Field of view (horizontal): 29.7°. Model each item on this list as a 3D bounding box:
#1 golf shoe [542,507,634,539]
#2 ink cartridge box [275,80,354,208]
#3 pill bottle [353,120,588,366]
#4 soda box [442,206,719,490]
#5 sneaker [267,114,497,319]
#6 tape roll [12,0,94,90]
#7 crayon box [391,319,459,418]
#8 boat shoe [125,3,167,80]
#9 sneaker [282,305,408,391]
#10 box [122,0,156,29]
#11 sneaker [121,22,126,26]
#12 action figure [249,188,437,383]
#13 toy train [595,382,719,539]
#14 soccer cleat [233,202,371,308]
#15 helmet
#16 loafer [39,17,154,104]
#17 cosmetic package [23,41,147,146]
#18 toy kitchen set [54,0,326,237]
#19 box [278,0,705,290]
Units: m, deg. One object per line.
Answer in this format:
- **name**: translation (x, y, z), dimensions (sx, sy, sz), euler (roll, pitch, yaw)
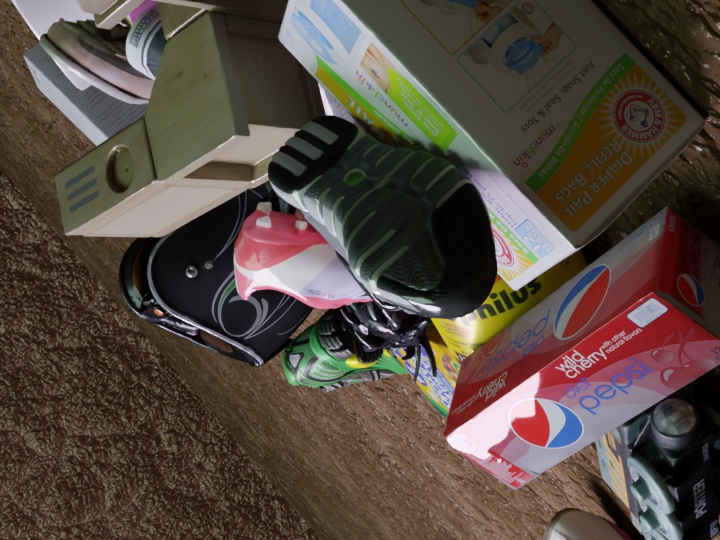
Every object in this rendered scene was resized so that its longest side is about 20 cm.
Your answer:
- **golf shoe**: translation (0.252, 0.288, 1.251), dimensions (0.200, 0.073, 0.092), euler (42, 161, -21)
- **ink cartridge box**: translation (-0.019, -0.114, 0.948), dimensions (0.145, 0.083, 0.200), euler (35, 160, 37)
- **pill bottle**: translation (0.072, -0.028, 0.864), dimensions (0.109, 0.109, 0.200), euler (27, 155, 52)
- **soda box**: translation (0.131, 0.050, 0.789), dimensions (0.063, 0.070, 0.200), euler (33, 137, -14)
- **sneaker**: translation (0.033, -0.008, 0.729), dimensions (0.116, 0.075, 0.200), euler (52, 176, -36)
- **tape roll**: translation (-0.273, -0.261, 1.197), dimensions (0.203, 0.071, 0.202), euler (57, 178, 3)
- **crayon box**: translation (0.100, 0.088, 1.193), dimensions (0.126, 0.052, 0.200), euler (53, 163, -21)
- **boat shoe**: translation (-0.100, -0.146, 1.032), dimensions (0.068, 0.072, 0.200), euler (34, -176, 21)
- **sneaker**: translation (-0.012, 0.073, 1.293), dimensions (0.200, 0.085, 0.078), euler (12, -127, -63)
- **box**: translation (-0.208, -0.304, 0.967), dimensions (0.176, 0.097, 0.200), euler (39, 164, 28)
- **sneaker**: translation (-0.153, -0.212, 1.150), dimensions (0.200, 0.077, 0.089), euler (55, -166, -30)
- **action figure**: translation (0.007, -0.003, 1.131), dimensions (0.200, 0.102, 0.119), euler (46, 160, -11)
- **toy train**: translation (0.210, 0.130, 0.955), dimensions (0.114, 0.085, 0.200), euler (51, 172, 36)
- **soccer cleat**: translation (0.000, 0.000, 1.053), dimensions (0.067, 0.198, 0.077), euler (-91, 12, -62)
- **helmet**: translation (-0.120, -0.031, 1.239), dimensions (0.199, 0.192, 0.200), euler (23, 168, 5)
- **loafer**: translation (-0.166, -0.164, 1.052), dimensions (0.072, 0.063, 0.200), euler (44, -169, 27)
- **cosmetic package**: translation (-0.232, -0.169, 1.363), dimensions (0.200, 0.101, 0.071), euler (44, 165, 15)
- **toy kitchen set**: translation (-0.150, -0.144, 0.822), dimensions (0.180, 0.163, 0.201), euler (-24, 73, 41)
- **box**: translation (0.064, -0.102, 0.718), dimensions (0.200, 0.101, 0.113), euler (47, 165, 3)
